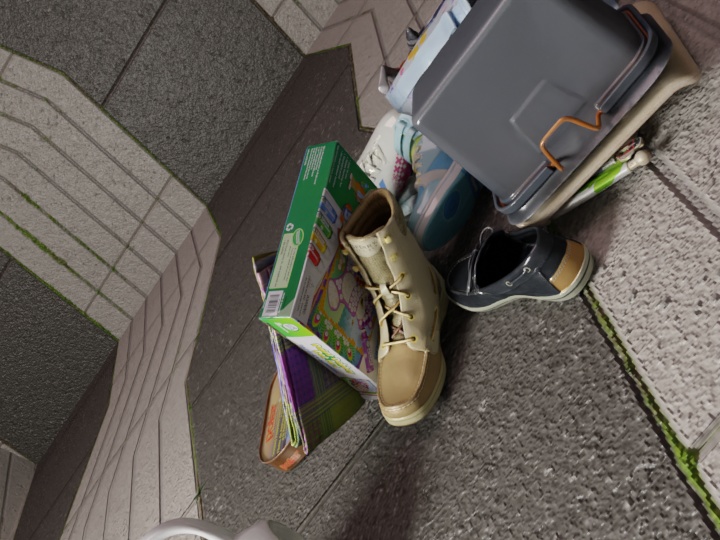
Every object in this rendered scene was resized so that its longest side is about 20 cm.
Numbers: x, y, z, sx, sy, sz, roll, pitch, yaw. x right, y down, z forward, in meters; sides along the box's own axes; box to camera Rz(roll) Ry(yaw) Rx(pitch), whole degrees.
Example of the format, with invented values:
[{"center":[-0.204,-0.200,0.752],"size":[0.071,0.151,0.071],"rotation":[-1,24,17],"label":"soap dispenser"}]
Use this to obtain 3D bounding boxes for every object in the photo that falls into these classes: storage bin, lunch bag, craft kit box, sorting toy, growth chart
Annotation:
[{"center":[0.138,-0.159,0.651],"size":[0.200,0.133,0.146],"rotation":[-51,18,31],"label":"storage bin"},{"center":[0.136,-0.243,0.790],"size":[0.198,0.128,0.170],"rotation":[-22,-13,-29],"label":"lunch bag"},{"center":[-0.010,0.005,0.797],"size":[0.048,0.198,0.202],"rotation":[-4,59,30],"label":"craft kit box"},{"center":[0.209,-0.153,0.717],"size":[0.200,0.036,0.186],"rotation":[-45,21,32],"label":"sorting toy"},{"center":[0.217,-0.128,0.740],"size":[0.144,0.018,0.201],"rotation":[-39,25,41],"label":"growth chart"}]

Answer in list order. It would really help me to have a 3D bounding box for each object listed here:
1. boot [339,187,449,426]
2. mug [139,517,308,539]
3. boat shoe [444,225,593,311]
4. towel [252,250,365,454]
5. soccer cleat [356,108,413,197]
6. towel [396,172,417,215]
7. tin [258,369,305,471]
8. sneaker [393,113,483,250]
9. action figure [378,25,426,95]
[{"center":[0.030,0.032,0.743],"size":[0.072,0.156,0.201],"rotation":[-11,41,26],"label":"boot"},{"center":[-0.117,0.299,0.648],"size":[0.176,0.199,0.148],"rotation":[-54,2,-8],"label":"mug"},{"center":[0.129,-0.005,0.705],"size":[0.075,0.062,0.200],"rotation":[-65,19,-13],"label":"boat shoe"},{"center":[-0.047,0.067,0.787],"size":[0.023,0.203,0.143],"rotation":[-6,12,32],"label":"towel"},{"center":[0.013,-0.113,0.996],"size":[0.070,0.086,0.202],"rotation":[43,128,39],"label":"soccer cleat"},{"center":[0.080,-0.159,1.075],"size":[0.199,0.048,0.173],"rotation":[-32,31,52],"label":"towel"},{"center":[-0.085,0.172,0.997],"size":[0.112,0.042,0.201],"rotation":[-43,24,27],"label":"tin"},{"center":[0.077,-0.119,0.897],"size":[0.129,0.080,0.201],"rotation":[20,65,28],"label":"sneaker"},{"center":[0.118,-0.301,1.023],"size":[0.198,0.105,0.194],"rotation":[-24,18,23],"label":"action figure"}]
